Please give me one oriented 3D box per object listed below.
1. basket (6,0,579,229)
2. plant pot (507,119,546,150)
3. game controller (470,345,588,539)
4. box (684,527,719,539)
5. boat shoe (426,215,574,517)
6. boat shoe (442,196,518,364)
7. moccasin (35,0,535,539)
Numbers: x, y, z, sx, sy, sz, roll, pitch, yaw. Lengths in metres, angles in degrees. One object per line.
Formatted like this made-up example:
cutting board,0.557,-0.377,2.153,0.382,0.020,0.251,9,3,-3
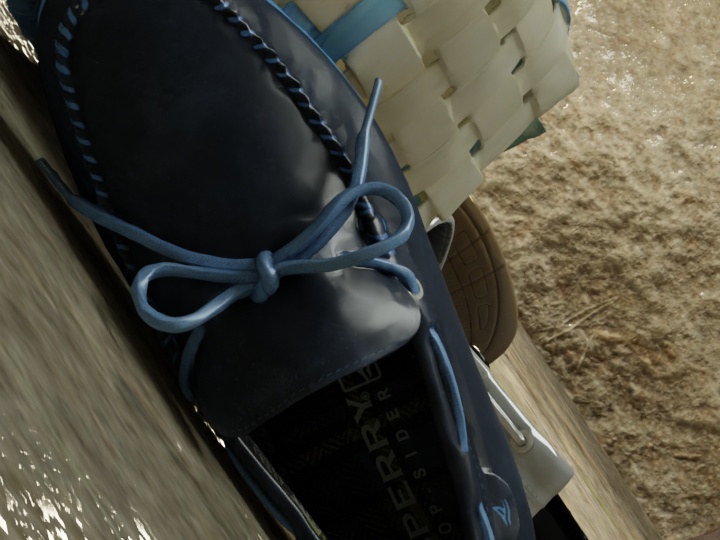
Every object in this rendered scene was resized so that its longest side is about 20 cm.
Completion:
basket,-0.040,-0.110,0.769,0.200,0.139,0.176,52,-2,23
plant pot,0.067,-0.179,2.665,0.201,0.134,0.200,57,3,-5
game controller,0.072,0.099,1.232,0.200,0.042,0.104,57,4,-24
box,0.252,0.198,1.237,0.166,0.199,0.165,-114,-172,-62
boat shoe,0.000,0.000,0.906,0.200,0.068,0.072,60,5,27
boat shoe,0.003,-0.041,1.270,0.200,0.072,0.065,50,11,-21
moccasin,-0.007,0.012,0.666,0.200,0.080,0.068,55,8,-19
